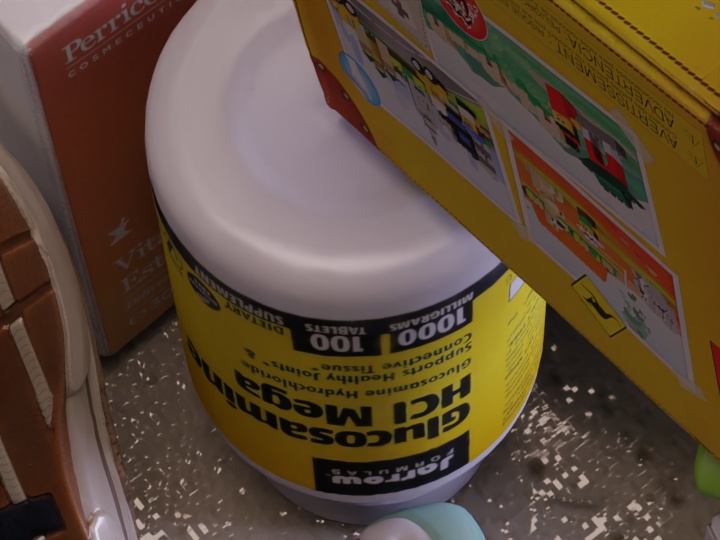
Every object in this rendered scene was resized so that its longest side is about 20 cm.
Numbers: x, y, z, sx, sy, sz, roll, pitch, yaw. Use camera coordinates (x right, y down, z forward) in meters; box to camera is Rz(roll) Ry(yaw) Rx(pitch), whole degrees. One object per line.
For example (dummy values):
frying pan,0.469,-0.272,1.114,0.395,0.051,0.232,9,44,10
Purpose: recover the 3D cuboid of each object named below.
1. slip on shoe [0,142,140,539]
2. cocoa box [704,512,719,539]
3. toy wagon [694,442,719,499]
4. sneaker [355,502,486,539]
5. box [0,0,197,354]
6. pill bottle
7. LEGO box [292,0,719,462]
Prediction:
slip on shoe,-0.104,0.048,0.833,0.076,0.061,0.201,-17,108,4
cocoa box,0.172,0.135,0.765,0.131,0.200,0.134,-22,62,-9
toy wagon,0.159,0.053,0.674,0.155,0.040,0.201,17,61,16
sneaker,0.003,0.176,0.826,0.139,0.078,0.200,-21,56,-7
box,-0.064,-0.093,0.876,0.152,0.200,0.106,-38,68,-14
pill bottle,0.000,0.000,0.837,0.112,0.200,0.113,-1,63,2
LEGO box,0.064,-0.051,0.642,0.077,0.149,0.200,-37,55,-14
